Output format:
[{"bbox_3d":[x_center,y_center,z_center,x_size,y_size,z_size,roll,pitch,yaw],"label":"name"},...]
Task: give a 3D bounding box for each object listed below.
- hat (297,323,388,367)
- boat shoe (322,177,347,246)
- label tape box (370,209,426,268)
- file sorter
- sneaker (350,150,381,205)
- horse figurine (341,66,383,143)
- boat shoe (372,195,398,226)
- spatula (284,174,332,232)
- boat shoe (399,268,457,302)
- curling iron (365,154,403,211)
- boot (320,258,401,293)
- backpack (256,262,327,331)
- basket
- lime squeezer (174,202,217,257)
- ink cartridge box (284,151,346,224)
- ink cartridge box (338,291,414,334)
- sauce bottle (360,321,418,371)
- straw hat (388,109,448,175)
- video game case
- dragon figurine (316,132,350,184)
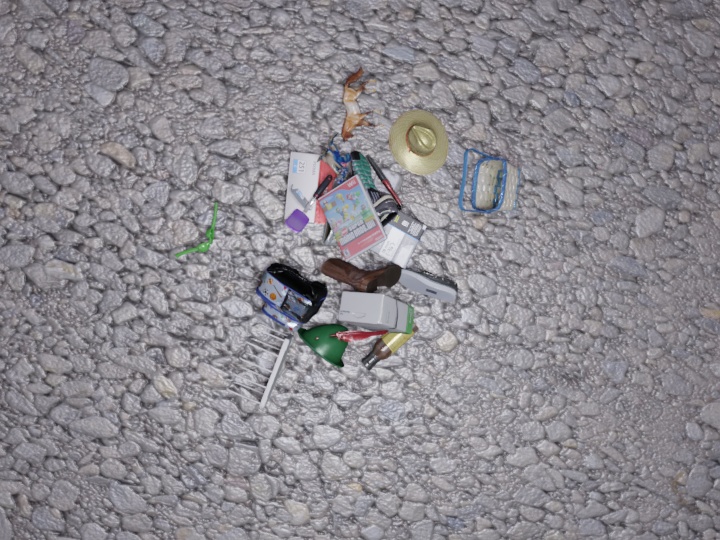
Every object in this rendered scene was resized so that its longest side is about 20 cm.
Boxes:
[{"bbox_3d":[-0.056,0.164,1.687,0.198,0.166,0.178,37,95,-12],"label":"hat"},{"bbox_3d":[-0.073,-0.176,1.723,0.063,0.074,0.208,2,99,-35],"label":"boat shoe"},{"bbox_3d":[0.079,-0.118,1.745,0.196,0.063,0.147,28,99,-5],"label":"label tape box"},{"bbox_3d":[-0.290,0.267,1.694,0.122,0.139,0.205,22,89,-1],"label":"file sorter"},{"bbox_3d":[-0.007,-0.257,1.739,0.087,0.073,0.204,-36,60,36],"label":"sneaker"},{"bbox_3d":[-0.007,-0.496,1.749,0.129,0.050,0.206,-9,99,13],"label":"horse figurine"},{"bbox_3d":[0.029,-0.129,1.685,0.199,0.072,0.063,-42,56,17],"label":"boat shoe"},{"bbox_3d":[-0.143,-0.200,1.715,0.056,0.021,0.202,37,86,-3],"label":"spatula"},{"bbox_3d":[0.203,0.035,1.774,0.196,0.069,0.057,22,54,2],"label":"boat shoe"},{"bbox_3d":[0.070,-0.261,1.774,0.049,0.026,0.204,-28,92,-1],"label":"curling iron"},{"bbox_3d":[0.000,0.000,1.730,0.184,0.197,0.066,-17,118,-45],"label":"boot"},{"bbox_3d":[-0.205,0.070,1.684,0.189,0.200,0.156,37,98,2],"label":"backpack"},{"bbox_3d":[0.375,-0.252,1.732,0.196,0.138,0.182,10,89,-35],"label":"basket"},{"bbox_3d":[-0.464,-0.102,1.734,0.070,0.038,0.202,36,88,27],"label":"lime squeezer"},{"bbox_3d":[-0.133,-0.243,1.749,0.171,0.045,0.206,5,90,-4],"label":"ink cartridge box"},{"bbox_3d":[0.048,0.123,1.662,0.143,0.199,0.087,2,77,31],"label":"ink cartridge box"},{"bbox_3d":[0.086,0.220,1.760,0.199,0.065,0.065,-41,93,-1],"label":"sauce bottle"},{"bbox_3d":[0.185,-0.394,1.753,0.195,0.085,0.208,0,91,-4],"label":"straw hat"},{"bbox_3d":[-0.023,-0.149,1.668,0.141,0.017,0.204,-28,82,19],"label":"video game case"},{"bbox_3d":[-0.068,-0.327,1.711,0.099,0.202,0.059,36,120,-16],"label":"dragon figurine"}]
